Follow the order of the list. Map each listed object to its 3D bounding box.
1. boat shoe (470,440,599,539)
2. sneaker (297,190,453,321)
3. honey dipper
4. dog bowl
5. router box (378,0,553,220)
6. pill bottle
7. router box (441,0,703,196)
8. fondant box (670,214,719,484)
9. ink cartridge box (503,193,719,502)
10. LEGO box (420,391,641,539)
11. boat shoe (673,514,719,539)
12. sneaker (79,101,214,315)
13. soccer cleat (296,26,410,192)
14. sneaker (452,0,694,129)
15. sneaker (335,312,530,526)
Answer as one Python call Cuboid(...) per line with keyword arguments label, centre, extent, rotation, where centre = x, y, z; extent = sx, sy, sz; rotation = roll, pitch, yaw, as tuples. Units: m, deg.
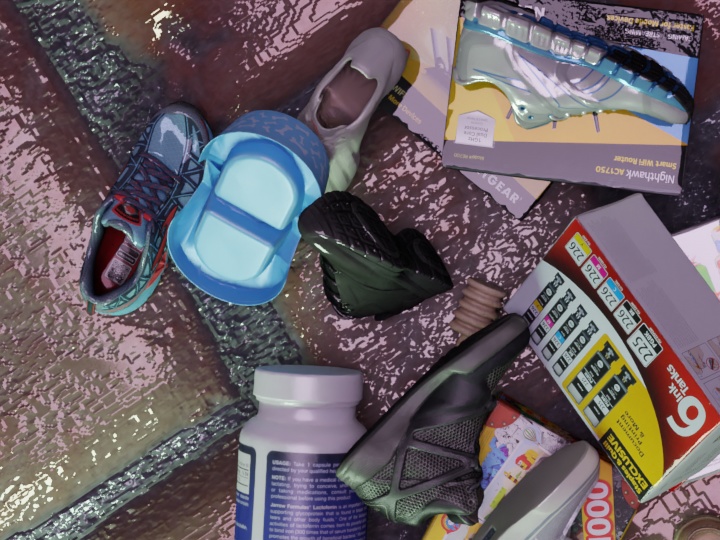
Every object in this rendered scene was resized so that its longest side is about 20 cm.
Cuboid(label="boat shoe", centre=(0.138, 0.230, 1.589), extent=(0.071, 0.070, 0.201), rotation=(39, 96, -13))
Cuboid(label="sneaker", centre=(0.000, 0.000, 1.613), extent=(0.091, 0.200, 0.076), rotation=(-36, 57, 16))
Cuboid(label="honey dipper", centre=(0.074, 0.105, 1.681), extent=(0.038, 0.038, 0.201), rotation=(21, 97, 6))
Cuboid(label="dog bowl", centre=(-0.091, -0.055, 1.637), extent=(0.111, 0.050, 0.200), rotation=(29, 136, -1))
Cuboid(label="router box", centre=(0.110, -0.165, 1.655), extent=(0.200, 0.052, 0.158), rotation=(39, 96, 4))
Cuboid(label="pill bottle", centre=(-0.049, 0.184, 1.659), extent=(0.115, 0.116, 0.202), rotation=(4, 93, 7))
Cuboid(label="router box", centre=(0.173, -0.146, 1.594), extent=(0.198, 0.051, 0.151), rotation=(7, 93, 5))
Cuboid(label="fondant box", centre=(0.303, 0.060, 1.637), extent=(0.143, 0.058, 0.202), rotation=(-20, 91, 8))
Cuboid(label="ink cartridge box", centre=(0.216, 0.074, 1.570), extent=(0.201, 0.083, 0.176), rotation=(55, 140, 19))
Cuboid(label="LEGO box", centre=(0.135, 0.229, 1.655), extent=(0.148, 0.077, 0.201), rotation=(28, 96, 5))
Cuboid(label="boat shoe", centre=(0.320, 0.305, 1.640), extent=(0.071, 0.065, 0.201), rotation=(-21, 90, 8))
Cuboid(label="sneaker", centre=(-0.184, -0.050, 1.677), extent=(0.079, 0.096, 0.201), rotation=(23, 95, 5))
Cuboid(label="soccer cleat", centre=(-0.024, -0.122, 1.627), extent=(0.069, 0.078, 0.201), rotation=(37, 131, 7))
Cuboid(label="sneaker", centre=(0.165, -0.146, 1.541), extent=(0.199, 0.075, 0.087), rotation=(22, 109, 6))
Cuboid(label="sneaker", centre=(0.085, 0.131, 1.588), extent=(0.114, 0.076, 0.200), rotation=(44, 90, -2))
